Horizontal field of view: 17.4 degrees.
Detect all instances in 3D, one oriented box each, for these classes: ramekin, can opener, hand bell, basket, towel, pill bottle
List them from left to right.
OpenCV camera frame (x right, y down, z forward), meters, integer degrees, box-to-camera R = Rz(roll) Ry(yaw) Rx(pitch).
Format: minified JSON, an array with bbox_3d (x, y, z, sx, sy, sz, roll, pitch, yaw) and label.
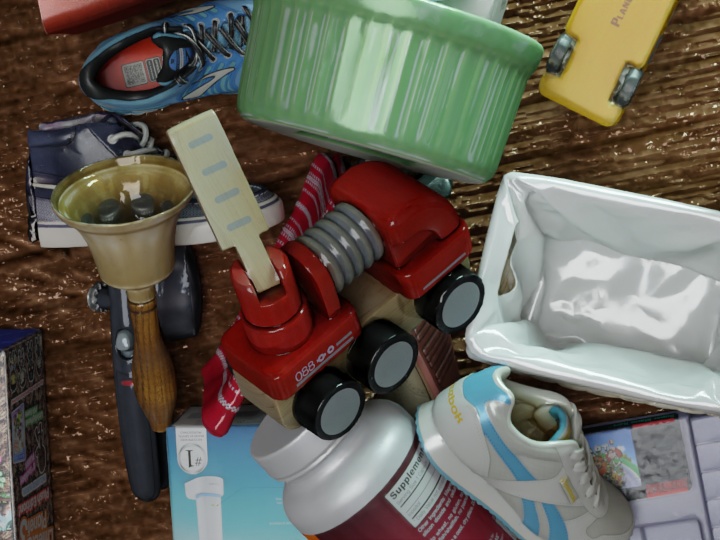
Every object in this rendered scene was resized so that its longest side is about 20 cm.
[{"bbox_3d":[-0.163,0.075,1.765,0.078,0.063,0.201,5,100,24],"label":"can opener"},{"bbox_3d":[-0.155,0.029,1.698,0.103,0.104,0.201,-1,120,11],"label":"hand bell"},{"bbox_3d":[-0.063,0.015,1.698,0.022,0.145,0.201,26,102,-10],"label":"towel"},{"bbox_3d":[0.014,-0.125,1.558,0.199,0.200,0.098,15,90,8],"label":"ramekin"},{"bbox_3d":[0.020,0.165,1.644,0.113,0.113,0.200,-40,108,13],"label":"pill bottle"},{"bbox_3d":[0.184,0.021,1.650,0.199,0.123,0.136,13,84,7],"label":"basket"}]

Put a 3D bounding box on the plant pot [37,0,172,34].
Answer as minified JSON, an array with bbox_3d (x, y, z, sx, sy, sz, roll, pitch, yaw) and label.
[{"bbox_3d":[-0.146,-0.281,1.656,0.175,0.200,0.201,-10,96,1],"label":"plant pot"}]

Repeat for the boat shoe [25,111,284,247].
[{"bbox_3d":[-0.157,-0.070,1.738,0.199,0.075,0.093,-3,105,12],"label":"boat shoe"}]

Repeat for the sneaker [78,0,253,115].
[{"bbox_3d":[-0.114,-0.155,1.711,0.199,0.090,0.079,-19,94,12],"label":"sneaker"}]

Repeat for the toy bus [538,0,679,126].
[{"bbox_3d":[0.195,-0.204,1.651,0.065,0.078,0.201,26,102,5],"label":"toy bus"}]

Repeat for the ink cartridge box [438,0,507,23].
[{"bbox_3d":[0.053,-0.224,1.681,0.116,0.067,0.201,19,100,7],"label":"ink cartridge box"}]

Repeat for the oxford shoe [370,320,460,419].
[{"bbox_3d":[0.032,0.077,1.695,0.074,0.070,0.201,-19,101,25],"label":"oxford shoe"}]

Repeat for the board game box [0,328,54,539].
[{"bbox_3d":[-0.324,0.151,1.790,0.158,0.097,0.201,0,98,11],"label":"board game box"}]

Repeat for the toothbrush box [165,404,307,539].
[{"bbox_3d":[-0.061,0.204,1.753,0.145,0.085,0.201,-3,97,9],"label":"toothbrush box"}]

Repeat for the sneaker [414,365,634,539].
[{"bbox_3d":[0.131,0.138,1.639,0.081,0.077,0.200,-35,128,28],"label":"sneaker"}]

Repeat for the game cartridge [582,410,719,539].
[{"bbox_3d":[0.187,0.176,1.730,0.199,0.038,0.130,-11,100,12],"label":"game cartridge"}]

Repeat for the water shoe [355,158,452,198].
[{"bbox_3d":[0.000,0.000,1.721,0.079,0.072,0.201,28,104,0],"label":"water shoe"}]

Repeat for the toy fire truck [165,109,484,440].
[{"bbox_3d":[-0.031,-0.021,1.544,0.176,0.201,0.128,-40,49,-19],"label":"toy fire truck"}]
